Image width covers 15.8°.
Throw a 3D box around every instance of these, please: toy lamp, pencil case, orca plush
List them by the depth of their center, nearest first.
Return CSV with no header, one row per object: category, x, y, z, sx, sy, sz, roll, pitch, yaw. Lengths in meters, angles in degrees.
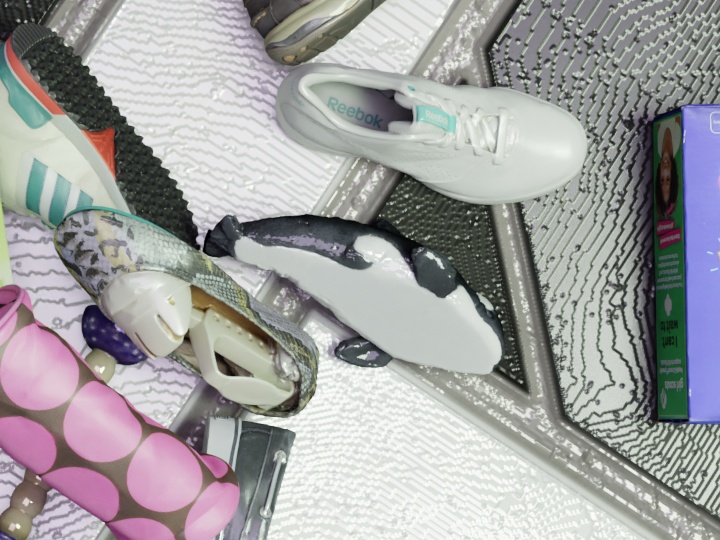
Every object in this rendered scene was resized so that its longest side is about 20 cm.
pencil case,-0.164,0.089,1.511,0.091,0.094,0.200,-35,120,18
toy lamp,-0.190,0.120,1.577,0.058,0.058,0.200,30,72,-4
orca plush,0.000,0.000,1.631,0.200,0.071,0.105,13,130,-1

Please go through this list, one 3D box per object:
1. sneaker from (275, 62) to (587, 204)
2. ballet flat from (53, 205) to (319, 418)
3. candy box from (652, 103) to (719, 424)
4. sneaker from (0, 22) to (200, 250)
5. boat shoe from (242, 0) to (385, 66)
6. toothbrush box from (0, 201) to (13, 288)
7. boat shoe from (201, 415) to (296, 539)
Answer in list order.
sneaker,0.047,-0.089,1.616,0.200,0.088,0.075,9,84,-6
ballet flat,-0.100,0.032,1.563,0.200,0.072,0.072,34,83,-30
candy box,0.276,-0.002,1.642,0.169,0.077,0.200,0,85,-7
sneaker,-0.181,-0.052,1.609,0.093,0.070,0.200,-28,106,26
boat shoe,0.010,-0.210,1.627,0.200,0.074,0.073,-36,85,-13
toothbrush box,-0.283,0.004,1.531,0.145,0.086,0.200,-11,114,-16
boat shoe,-0.076,0.192,1.598,0.068,0.072,0.200,9,78,-4
